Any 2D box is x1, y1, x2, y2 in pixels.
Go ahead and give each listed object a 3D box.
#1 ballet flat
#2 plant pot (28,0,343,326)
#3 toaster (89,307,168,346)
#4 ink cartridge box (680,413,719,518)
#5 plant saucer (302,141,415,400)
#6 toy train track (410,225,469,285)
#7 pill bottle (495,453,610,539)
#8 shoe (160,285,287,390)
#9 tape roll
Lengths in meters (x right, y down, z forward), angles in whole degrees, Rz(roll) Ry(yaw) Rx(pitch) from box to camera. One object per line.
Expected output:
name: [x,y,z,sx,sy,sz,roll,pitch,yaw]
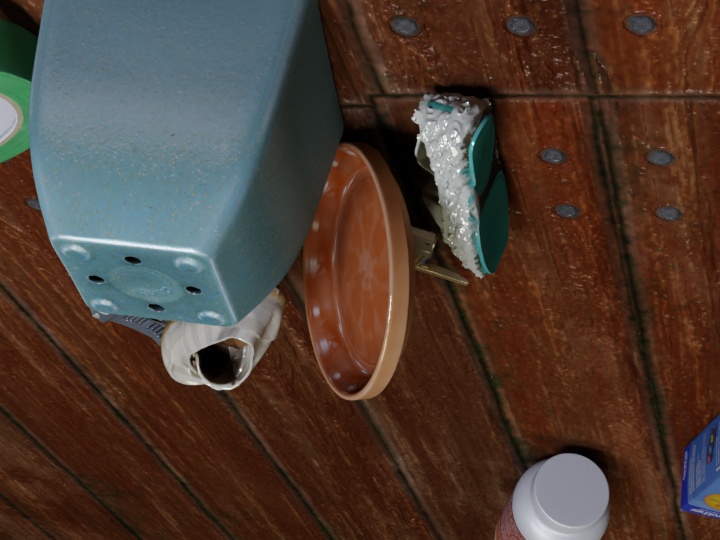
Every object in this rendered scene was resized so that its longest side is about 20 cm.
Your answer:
ballet flat: [0.077,-0.072,1.229,0.071,0.072,0.201,5,147,12]
plant pot: [-0.132,-0.076,1.141,0.194,0.202,0.196,6,153,10]
toaster: [-0.141,-0.025,1.322,0.113,0.130,0.200,23,152,-24]
ink cartridge box: [0.414,0.207,1.627,0.135,0.077,0.200,13,155,-3]
plant saucer: [0.000,0.000,1.250,0.032,0.202,0.200,-2,159,-21]
toy train track: [0.043,-0.023,1.308,0.114,0.033,0.200,18,176,-1]
pill bottle: [0.220,0.280,1.802,0.111,0.113,0.200,11,154,0]
shoe: [-0.118,0.061,1.276,0.069,0.054,0.200,20,153,-17]
tape roll: [-0.332,-0.128,1.202,0.198,0.049,0.201,-12,163,-4]
